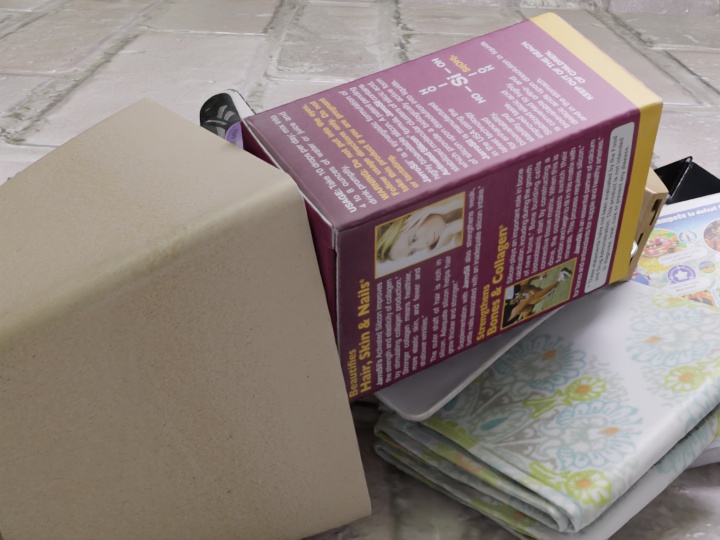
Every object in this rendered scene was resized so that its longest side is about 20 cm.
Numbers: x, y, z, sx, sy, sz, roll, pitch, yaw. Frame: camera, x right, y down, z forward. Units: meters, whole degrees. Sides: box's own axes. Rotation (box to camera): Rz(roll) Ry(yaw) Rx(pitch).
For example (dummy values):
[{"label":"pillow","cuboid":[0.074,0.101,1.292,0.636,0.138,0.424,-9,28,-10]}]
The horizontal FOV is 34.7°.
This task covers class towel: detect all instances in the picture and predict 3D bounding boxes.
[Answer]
[{"label":"towel","cuboid":[0.126,0.074,0.681,0.200,0.048,0.171,-35,34,-26]}]

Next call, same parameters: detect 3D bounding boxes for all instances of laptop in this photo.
[{"label":"laptop","cuboid":[0.302,-0.030,1.115,0.199,0.116,0.187,-20,9,28]}]

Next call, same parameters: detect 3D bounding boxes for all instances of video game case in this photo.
[{"label":"video game case","cuboid":[0.236,0.030,0.761,0.142,0.018,0.201,-14,48,3]}]

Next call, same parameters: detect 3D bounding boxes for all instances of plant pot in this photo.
[{"label":"plant pot","cuboid":[-0.133,0.047,0.611,0.176,0.201,0.200,-24,30,-23]}]

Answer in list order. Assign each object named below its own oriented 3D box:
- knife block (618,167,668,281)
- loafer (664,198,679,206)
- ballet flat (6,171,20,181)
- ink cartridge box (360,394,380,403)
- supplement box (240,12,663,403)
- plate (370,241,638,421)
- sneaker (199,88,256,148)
[{"label":"knife block","cuboid":[0.098,-0.079,0.787,0.175,0.064,0.200,15,23,-8]},{"label":"loafer","cuboid":[0.167,0.022,0.846,0.200,0.071,0.068,-32,49,-14]},{"label":"ballet flat","cuboid":[-0.280,-0.035,0.978,0.072,0.072,0.200,0,22,-8]},{"label":"ink cartridge box","cuboid":[-0.027,0.033,0.819,0.199,0.068,0.116,8,22,12]},{"label":"supplement box","cuboid":[0.048,-0.036,0.626,0.199,0.131,0.103,-22,49,-21]},{"label":"plate","cuboid":[0.033,-0.009,0.712,0.200,0.032,0.199,-33,54,-29]},{"label":"sneaker","cuboid":[-0.165,-0.154,1.303,0.087,0.076,0.200,-12,25,-21]}]
